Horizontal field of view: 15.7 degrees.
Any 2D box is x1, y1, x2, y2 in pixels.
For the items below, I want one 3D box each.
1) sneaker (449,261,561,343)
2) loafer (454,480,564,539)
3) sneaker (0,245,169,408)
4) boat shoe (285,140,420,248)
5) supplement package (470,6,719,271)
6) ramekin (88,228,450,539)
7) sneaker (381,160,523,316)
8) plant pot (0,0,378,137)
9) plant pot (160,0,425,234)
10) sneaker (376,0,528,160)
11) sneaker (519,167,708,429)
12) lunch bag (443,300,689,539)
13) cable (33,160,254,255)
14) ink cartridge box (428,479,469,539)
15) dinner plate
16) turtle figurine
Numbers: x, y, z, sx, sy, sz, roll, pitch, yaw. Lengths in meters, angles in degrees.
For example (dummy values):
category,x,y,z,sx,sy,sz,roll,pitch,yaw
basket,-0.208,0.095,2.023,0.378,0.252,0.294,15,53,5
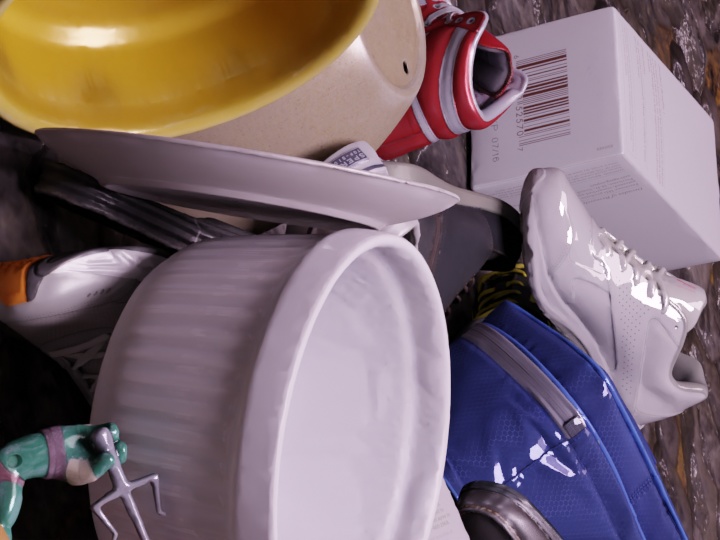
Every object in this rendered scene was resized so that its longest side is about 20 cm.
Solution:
category,x,y,z,sx,sy,sz,roll,pitch,yaw
sneaker,0.093,0.036,1.699,0.200,0.074,0.085,11,63,-73
loafer,0.087,0.209,1.433,0.072,0.073,0.201,-44,124,-41
sneaker,-0.108,0.046,1.248,0.200,0.075,0.093,24,62,-59
boat shoe,0.000,0.000,1.407,0.066,0.072,0.200,50,-22,16
supplement package,0.168,-0.082,1.843,0.200,0.117,0.118,38,45,-54
ramekin,-0.043,0.077,1.202,0.200,0.105,0.201,6,90,-67
sneaker,0.039,0.004,1.599,0.200,0.074,0.107,18,72,-59
plant pot,-0.108,-0.190,1.230,0.201,0.200,0.190,30,38,-58
plant pot,-0.044,-0.121,1.385,0.200,0.134,0.201,38,47,-55
sneaker,0.048,-0.157,1.623,0.071,0.112,0.201,48,37,-47
sneaker,0.164,0.011,1.643,0.078,0.099,0.201,-85,153,-56
lunch bag,0.112,0.127,1.548,0.136,0.132,0.200,42,-15,53
cable,-0.084,-0.002,1.309,0.200,0.097,0.051,19,95,-56
ink cartridge box,-0.005,0.178,1.360,0.147,0.076,0.201,-16,82,-48
dinner plate,-0.053,-0.039,1.205,0.200,0.199,0.024,16,82,-63
turtle figurine,-0.166,0.103,1.063,0.200,0.100,0.150,52,26,-21
